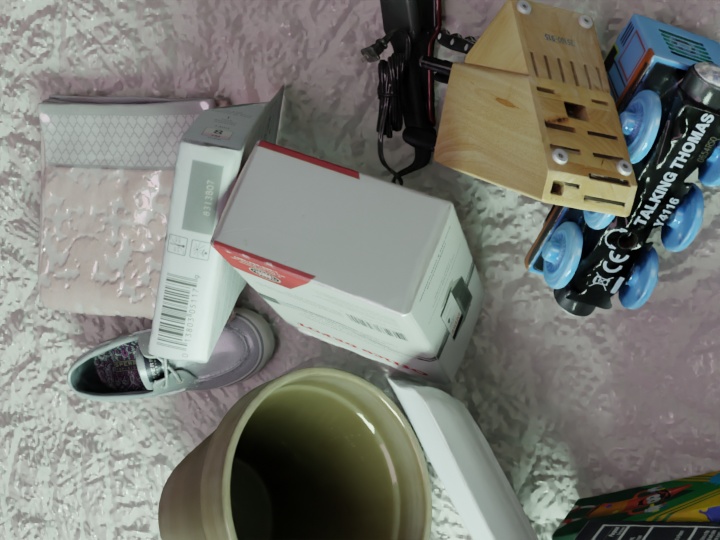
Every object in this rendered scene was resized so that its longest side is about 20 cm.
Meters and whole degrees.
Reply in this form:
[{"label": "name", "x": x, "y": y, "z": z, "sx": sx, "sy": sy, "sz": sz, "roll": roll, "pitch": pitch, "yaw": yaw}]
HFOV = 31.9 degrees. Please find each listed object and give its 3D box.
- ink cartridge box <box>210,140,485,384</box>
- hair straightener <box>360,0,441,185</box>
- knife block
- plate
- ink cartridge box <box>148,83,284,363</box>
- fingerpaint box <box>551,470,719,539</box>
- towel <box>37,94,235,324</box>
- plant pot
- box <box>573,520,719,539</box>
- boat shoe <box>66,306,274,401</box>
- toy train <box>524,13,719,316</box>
[{"label": "ink cartridge box", "x": 0.000, "y": 0.000, "z": 0.889, "sx": 0.146, "sy": 0.200, "sz": 0.083, "roll": 20, "pitch": 78, "yaw": 17}, {"label": "hair straightener", "x": 0.022, "y": -0.154, "z": 0.914, "sx": 0.041, "sy": 0.077, "sz": 0.201, "roll": 20, "pitch": 118, "yaw": 42}, {"label": "knife block", "x": 0.091, "y": -0.084, "z": 0.833, "sx": 0.176, "sy": 0.064, "sz": 0.201, "roll": 127, "pitch": 143, "yaw": -49}, {"label": "plate", "x": 0.087, "y": 0.164, "z": 0.928, "sx": 0.032, "sy": 0.200, "sz": 0.200, "roll": -29, "pitch": 90, "yaw": -5}, {"label": "ink cartridge box", "x": -0.104, "y": -0.045, "z": 0.937, "sx": 0.057, "sy": 0.200, "sz": 0.163, "roll": 10, "pitch": 112, "yaw": -2}, {"label": "fingerpaint box", "x": 0.254, "y": 0.255, "z": 0.907, "sx": 0.166, "sy": 0.073, "sz": 0.201, "roll": -18, "pitch": 96, "yaw": 31}, {"label": "towel", "x": -0.196, "y": -0.053, "z": 1.073, "sx": 0.199, "sy": 0.032, "sz": 0.192, "roll": 4, "pitch": 99, "yaw": 29}, {"label": "plant pot", "x": -0.071, "y": 0.190, "z": 1.017, "sx": 0.173, "sy": 0.200, "sz": 0.201, "roll": -21, "pitch": 94, "yaw": 49}, {"label": "box", "x": 0.210, "y": 0.245, "z": 0.769, "sx": 0.198, "sy": 0.200, "sz": 0.124, "roll": -5, "pitch": 100, "yaw": 30}, {"label": "boat shoe", "x": -0.169, "y": 0.081, "z": 1.088, "sx": 0.200, "sy": 0.071, "sz": 0.070, "roll": -13, "pitch": 98, "yaw": 29}, {"label": "toy train", "x": 0.178, "y": -0.064, "z": 0.832, "sx": 0.086, "sy": 0.115, "sz": 0.200, "roll": 15, "pitch": 127, "yaw": -15}]
